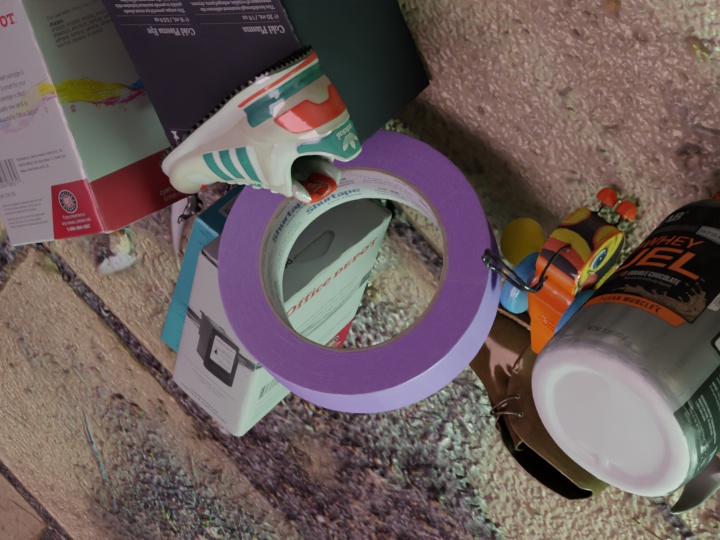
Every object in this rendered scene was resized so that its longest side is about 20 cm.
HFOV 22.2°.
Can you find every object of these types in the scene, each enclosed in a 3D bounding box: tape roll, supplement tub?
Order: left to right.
[{"bbox_3d":[0.000,0.000,1.336,0.200,0.200,0.066,35,174,18],"label":"tape roll"},{"bbox_3d":[0.209,0.037,1.158,0.122,0.200,0.123,29,142,25],"label":"supplement tub"}]

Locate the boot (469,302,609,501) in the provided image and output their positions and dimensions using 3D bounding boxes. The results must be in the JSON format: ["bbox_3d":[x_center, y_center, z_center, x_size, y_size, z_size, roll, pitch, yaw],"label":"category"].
[{"bbox_3d":[0.124,0.095,1.429,0.200,0.075,0.074,43,148,9],"label":"boot"}]

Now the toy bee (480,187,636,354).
[{"bbox_3d":[0.159,0.003,1.287,0.131,0.109,0.200,41,173,3],"label":"toy bee"}]

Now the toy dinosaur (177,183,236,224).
[{"bbox_3d":[-0.146,-0.096,1.560,0.200,0.047,0.088,-26,98,52],"label":"toy dinosaur"}]

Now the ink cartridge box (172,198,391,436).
[{"bbox_3d":[-0.067,0.023,1.501,0.083,0.145,0.200,40,146,15],"label":"ink cartridge box"}]

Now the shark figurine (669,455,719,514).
[{"bbox_3d":[0.308,0.129,1.281,0.214,0.128,0.090,-170,71,-66],"label":"shark figurine"}]

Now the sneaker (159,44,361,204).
[{"bbox_3d":[-0.068,-0.076,1.278,0.093,0.070,0.200,54,144,-2],"label":"sneaker"}]

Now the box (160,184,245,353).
[{"bbox_3d":[-0.116,0.001,1.591,0.049,0.082,0.200,40,146,11],"label":"box"}]

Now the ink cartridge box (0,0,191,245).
[{"bbox_3d":[-0.223,-0.141,1.473,0.145,0.145,0.200,-4,109,49],"label":"ink cartridge box"}]

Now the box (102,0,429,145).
[{"bbox_3d":[-0.079,-0.187,1.334,0.200,0.104,0.182,7,129,44],"label":"box"}]
